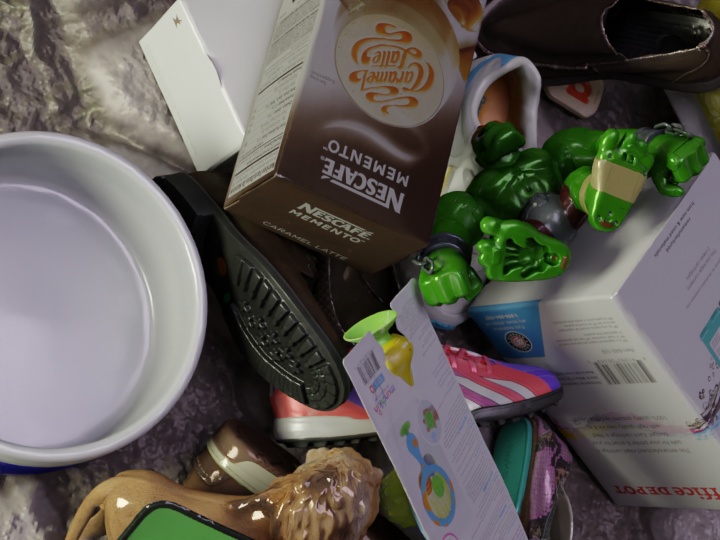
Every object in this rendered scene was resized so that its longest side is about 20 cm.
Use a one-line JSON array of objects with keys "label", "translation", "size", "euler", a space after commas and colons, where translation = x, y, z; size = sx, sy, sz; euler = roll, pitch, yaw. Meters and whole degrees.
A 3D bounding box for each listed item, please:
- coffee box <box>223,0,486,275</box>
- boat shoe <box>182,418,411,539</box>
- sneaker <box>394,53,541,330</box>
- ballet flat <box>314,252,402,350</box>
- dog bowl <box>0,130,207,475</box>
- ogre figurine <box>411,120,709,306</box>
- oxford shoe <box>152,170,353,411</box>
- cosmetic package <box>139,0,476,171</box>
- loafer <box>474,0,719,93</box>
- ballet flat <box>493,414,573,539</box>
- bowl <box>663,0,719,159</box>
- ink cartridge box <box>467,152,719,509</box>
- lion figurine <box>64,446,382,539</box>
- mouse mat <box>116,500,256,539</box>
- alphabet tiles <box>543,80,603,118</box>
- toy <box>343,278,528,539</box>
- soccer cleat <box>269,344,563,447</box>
[{"label": "coffee box", "translation": [0.001, -0.115, 1.088], "size": [0.114, 0.080, 0.200], "euler": [23, 67, -23]}, {"label": "boat shoe", "translation": [-0.031, 0.177, 1.109], "size": [0.202, 0.075, 0.075], "euler": [38, 96, -17]}, {"label": "sneaker", "translation": [0.075, -0.058, 1.208], "size": [0.076, 0.081, 0.200], "euler": [16, 79, -25]}, {"label": "ballet flat", "translation": [0.000, 0.000, 1.173], "size": [0.067, 0.046, 0.200], "euler": [-8, 84, -31]}, {"label": "dog bowl", "translation": [-0.198, 0.022, 1.044], "size": [0.200, 0.079, 0.201], "euler": [8, 73, -26]}, {"label": "ogre figurine", "translation": [0.113, -0.043, 1.122], "size": [0.200, 0.120, 0.098], "euler": [-47, 114, -5]}, {"label": "oxford shoe", "translation": [-0.052, 0.003, 1.096], "size": [0.084, 0.073, 0.200], "euler": [-15, 56, -36]}, {"label": "cosmetic package", "translation": [-0.034, -0.151, 1.175], "size": [0.200, 0.085, 0.108], "euler": [-22, 87, -30]}, {"label": "loafer", "translation": [0.169, -0.176, 1.235], "size": [0.200, 0.071, 0.073], "euler": [4, 73, 13]}, {"label": "ballet flat", "translation": [0.110, 0.193, 1.167], "size": [0.071, 0.069, 0.200], "euler": [33, 54, -21]}, {"label": "bowl", "translation": [0.297, -0.129, 1.320], "size": [0.108, 0.200, 0.200], "euler": [-26, 90, 11]}, {"label": "ink cartridge box", "translation": [0.210, 0.047, 1.197], "size": [0.200, 0.147, 0.146], "euler": [52, 58, -21]}, {"label": "lion figurine", "translation": [-0.091, 0.152, 1.016], "size": [0.200, 0.123, 0.073], "euler": [4, 36, -11]}, {"label": "mouse mat", "translation": [-0.075, 0.219, 1.025], "size": [0.200, 0.161, 0.008], "euler": [27, 33, -21]}, {"label": "alphabet tiles", "translation": [0.113, -0.209, 1.309], "size": [0.195, 0.015, 0.200], "euler": [28, 65, -19]}, {"label": "toy", "translation": [0.037, 0.119, 1.062], "size": [0.115, 0.047, 0.200], "euler": [-48, 121, -56]}, {"label": "soccer cleat", "translation": [0.038, 0.071, 1.133], "size": [0.200, 0.068, 0.073], "euler": [-5, 86, -14]}]
